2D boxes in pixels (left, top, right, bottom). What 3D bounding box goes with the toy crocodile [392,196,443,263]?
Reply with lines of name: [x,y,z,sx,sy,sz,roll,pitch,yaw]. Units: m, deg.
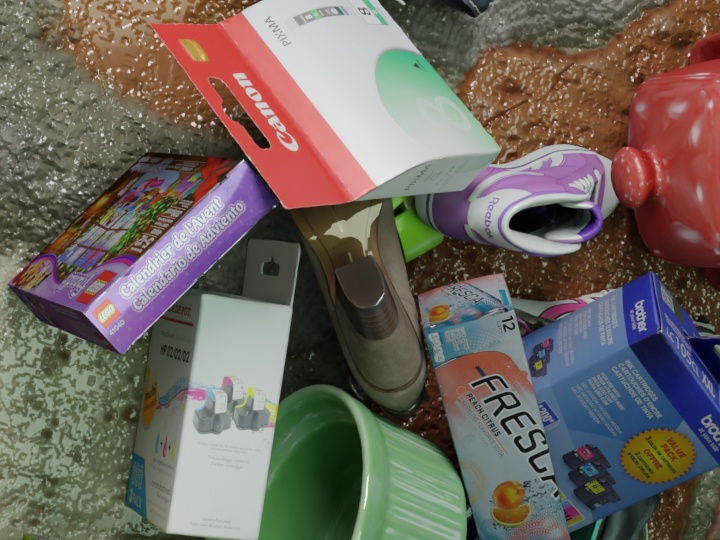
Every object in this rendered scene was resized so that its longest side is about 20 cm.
toy crocodile: [-0.006,-0.091,1.376,0.067,0.062,0.200,-43,103,-14]

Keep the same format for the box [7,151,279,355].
box: [-0.145,-0.016,1.242,0.137,0.200,0.039,-46,110,-14]

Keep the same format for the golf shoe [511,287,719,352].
golf shoe: [0.179,0.052,1.461,0.199,0.073,0.092,16,45,-11]

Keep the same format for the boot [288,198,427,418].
boot: [0.000,0.000,1.316,0.070,0.146,0.201,-13,58,3]

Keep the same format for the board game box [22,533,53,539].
board game box: [-0.156,0.222,1.252,0.101,0.200,0.048,19,86,-22]

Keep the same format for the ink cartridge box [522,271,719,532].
ink cartridge box: [0.187,0.093,1.387,0.200,0.076,0.137,-29,120,21]

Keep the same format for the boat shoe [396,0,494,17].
boat shoe: [0.005,-0.227,1.359,0.200,0.075,0.062,30,80,-20]

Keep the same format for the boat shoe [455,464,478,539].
boat shoe: [0.046,0.229,1.412,0.075,0.062,0.200,41,80,-21]

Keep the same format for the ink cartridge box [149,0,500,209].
ink cartridge box: [-0.019,-0.117,1.244,0.161,0.050,0.200,53,29,19]

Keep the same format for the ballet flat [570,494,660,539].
ballet flat: [0.174,0.243,1.463,0.073,0.073,0.201,28,80,-21]

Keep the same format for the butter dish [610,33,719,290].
butter dish: [0.251,-0.074,1.402,0.147,0.200,0.200,-6,95,-21]

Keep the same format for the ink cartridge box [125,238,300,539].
ink cartridge box: [-0.102,0.074,1.312,0.068,0.115,0.201,9,89,-22]

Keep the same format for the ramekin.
ramekin: [-0.016,0.187,1.315,0.097,0.200,0.201,24,84,-29]

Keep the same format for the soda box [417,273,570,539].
soda box: [0.093,0.107,1.314,0.063,0.068,0.201,-15,112,3]

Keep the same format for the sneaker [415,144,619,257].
sneaker: [0.147,-0.041,1.386,0.200,0.114,0.073,-11,110,-43]
